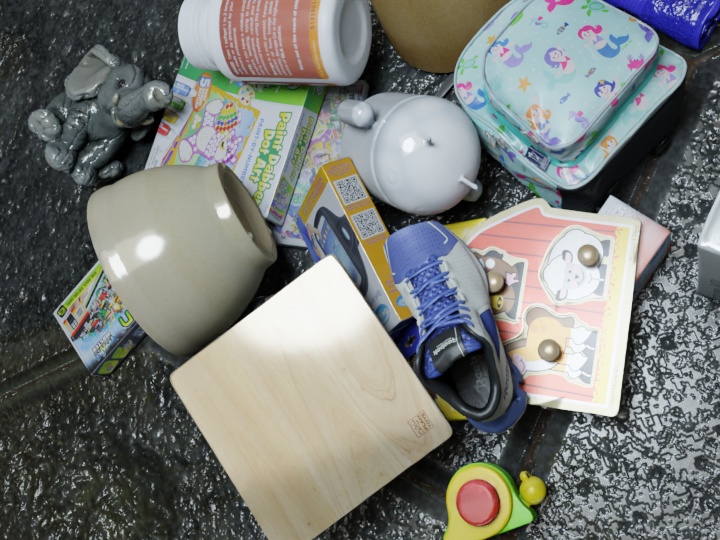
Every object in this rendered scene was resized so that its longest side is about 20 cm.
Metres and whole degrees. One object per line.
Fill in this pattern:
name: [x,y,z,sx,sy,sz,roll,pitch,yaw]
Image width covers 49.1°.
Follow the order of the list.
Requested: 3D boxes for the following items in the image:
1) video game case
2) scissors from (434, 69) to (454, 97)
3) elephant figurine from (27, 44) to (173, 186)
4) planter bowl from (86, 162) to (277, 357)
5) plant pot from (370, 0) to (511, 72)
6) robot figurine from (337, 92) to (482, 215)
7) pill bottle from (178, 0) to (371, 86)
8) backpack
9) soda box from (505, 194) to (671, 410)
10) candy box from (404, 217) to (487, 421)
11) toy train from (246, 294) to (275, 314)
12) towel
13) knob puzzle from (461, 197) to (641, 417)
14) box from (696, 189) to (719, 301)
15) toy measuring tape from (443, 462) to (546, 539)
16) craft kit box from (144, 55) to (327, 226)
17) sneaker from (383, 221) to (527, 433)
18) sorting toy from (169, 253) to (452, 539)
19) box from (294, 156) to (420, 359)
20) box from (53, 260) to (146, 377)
video game case: [-0.072,-0.129,0.940,0.140,0.018,0.204,7,82,24]
scissors: [0.130,-0.255,0.884,0.199,0.014,0.074,-37,68,14]
elephant figurine: [-0.307,-0.211,1.000,0.199,0.141,0.157,-38,81,20]
planter bowl: [-0.172,-0.030,0.838,0.133,0.200,0.203,-29,69,7]
plant pot: [0.069,-0.337,0.816,0.183,0.199,0.191,-7,73,25]
robot figurine: [0.049,-0.121,0.803,0.115,0.168,0.200,-62,26,3]
pill bottle: [-0.095,-0.262,0.862,0.196,0.112,0.115,8,82,24]
backpack: [0.190,-0.178,0.770,0.178,0.151,0.200,-46,58,0]
soda box: [0.213,0.034,0.757,0.068,0.063,0.202,36,93,25]
candy box: [0.093,0.052,0.820,0.100,0.026,0.205,-8,76,28]
toy train: [-0.055,0.109,0.847,0.112,0.085,0.203,-27,72,11]
towel: [0.303,-0.334,0.804,0.199,0.049,0.149,38,94,25]
knob puzzle: [0.149,0.028,0.735,0.215,0.030,0.225,-6,77,24]
box: [0.371,-0.062,0.633,0.129,0.198,0.203,26,90,26]
toy measuring tape: [0.085,0.235,0.767,0.197,0.073,0.075,-26,70,16]
craft kit box: [-0.150,-0.175,0.952,0.194,0.048,0.204,16,85,23]
sneaker: [0.081,0.044,0.683,0.080,0.115,0.202,-27,75,12]
sorting toy: [-0.045,0.127,0.761,0.197,0.070,0.202,-36,82,3]
box: [0.000,0.000,0.820,0.041,0.119,0.203,-18,73,-26]
box: [-0.290,0.023,0.993,0.200,0.035,0.110,-47,66,8]
